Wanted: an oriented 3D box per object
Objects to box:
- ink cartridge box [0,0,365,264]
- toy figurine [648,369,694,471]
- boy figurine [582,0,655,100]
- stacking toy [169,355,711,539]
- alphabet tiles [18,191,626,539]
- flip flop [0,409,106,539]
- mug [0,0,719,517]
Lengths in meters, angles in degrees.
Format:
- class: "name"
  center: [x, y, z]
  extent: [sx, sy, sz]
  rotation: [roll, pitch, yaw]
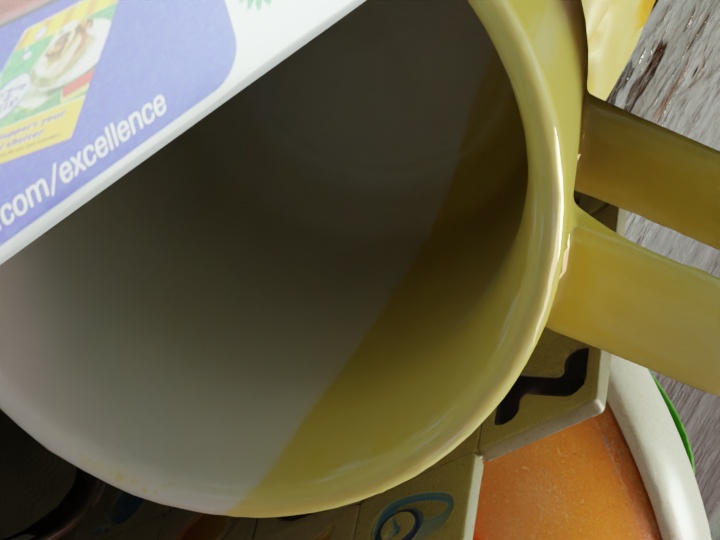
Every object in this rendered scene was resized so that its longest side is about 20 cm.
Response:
- class: "ink cartridge box"
  center: [-0.052, -0.111, 0.432]
  extent: [0.197, 0.047, 0.201]
  rotation: [-37, 128, -28]
- class: "toy figurine"
  center: [0.016, 0.089, 1.143]
  extent: [0.184, 0.150, 0.200]
  rotation: [-53, -163, 30]
- class: "boy figurine"
  center: [0.092, -0.101, 1.092]
  extent: [0.200, 0.064, 0.125]
  rotation: [-56, 169, -32]
- class: "stacking toy"
  center: [-0.016, 0.083, 0.804]
  extent: [0.199, 0.146, 0.146]
  rotation: [-24, 153, -18]
- class: "alphabet tiles"
  center: [-0.019, 0.042, 0.765]
  extent: [0.199, 0.006, 0.167]
  rotation: [-25, -152, 24]
- class: "flip flop"
  center: [-0.092, 0.040, 0.708]
  extent: [0.081, 0.057, 0.200]
  rotation: [-60, 167, -1]
- class: "mug"
  center: [-0.001, -0.026, 0.686]
  extent: [0.149, 0.187, 0.153]
  rotation: [-37, -175, 21]
